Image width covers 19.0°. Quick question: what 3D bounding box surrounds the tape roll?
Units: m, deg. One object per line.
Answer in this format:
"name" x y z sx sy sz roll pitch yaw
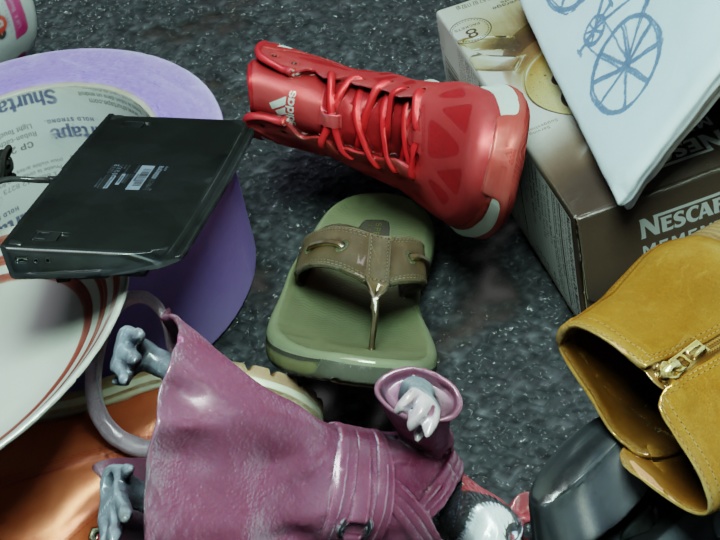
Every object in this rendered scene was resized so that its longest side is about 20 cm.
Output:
"tape roll" -0.158 -0.022 1.095 0.198 0.085 0.201 -7 39 6

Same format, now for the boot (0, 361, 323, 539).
"boot" -0.110 0.103 0.957 0.198 0.075 0.108 -9 57 -3

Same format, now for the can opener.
"can opener" 0.150 0.083 0.909 0.199 0.079 0.063 -30 37 -35

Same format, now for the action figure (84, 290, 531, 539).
"action figure" -0.016 0.097 0.901 0.199 0.135 0.149 13 7 -22

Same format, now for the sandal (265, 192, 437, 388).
"sandal" -0.001 0.000 1.017 0.079 0.058 0.201 6 27 -1

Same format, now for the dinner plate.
"dinner plate" -0.183 0.048 0.924 0.199 0.024 0.201 -23 28 13

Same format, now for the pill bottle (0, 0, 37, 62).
"pill bottle" -0.290 -0.116 1.218 0.113 0.114 0.200 22 50 35

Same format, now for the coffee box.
"coffee box" 0.125 -0.068 1.077 0.112 0.080 0.200 -19 39 -8

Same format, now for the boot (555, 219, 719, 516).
"boot" 0.184 0.064 0.870 0.201 0.071 0.144 42 52 17

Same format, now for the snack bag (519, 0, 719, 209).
"snack bag" 0.154 -0.153 0.990 0.021 0.200 0.189 23 28 -27

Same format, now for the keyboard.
"keyboard" -0.123 -0.035 0.970 0.126 0.021 0.200 3 20 7

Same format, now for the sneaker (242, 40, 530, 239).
"sneaker" 0.003 -0.065 1.048 0.115 0.079 0.200 9 2 -16
